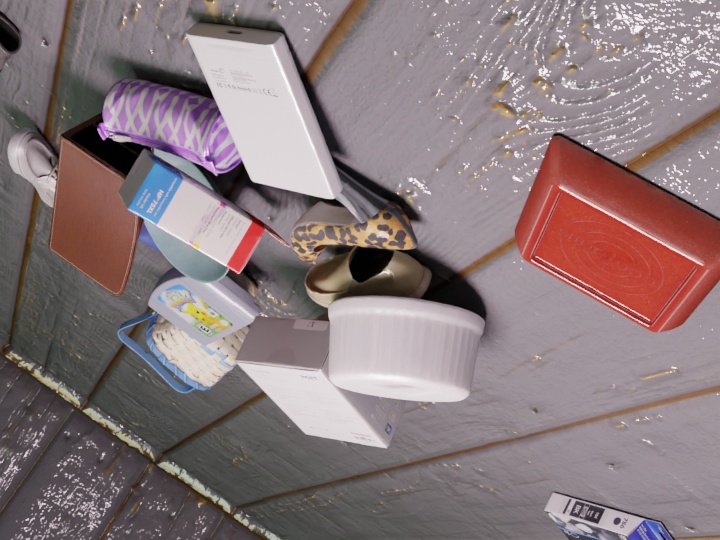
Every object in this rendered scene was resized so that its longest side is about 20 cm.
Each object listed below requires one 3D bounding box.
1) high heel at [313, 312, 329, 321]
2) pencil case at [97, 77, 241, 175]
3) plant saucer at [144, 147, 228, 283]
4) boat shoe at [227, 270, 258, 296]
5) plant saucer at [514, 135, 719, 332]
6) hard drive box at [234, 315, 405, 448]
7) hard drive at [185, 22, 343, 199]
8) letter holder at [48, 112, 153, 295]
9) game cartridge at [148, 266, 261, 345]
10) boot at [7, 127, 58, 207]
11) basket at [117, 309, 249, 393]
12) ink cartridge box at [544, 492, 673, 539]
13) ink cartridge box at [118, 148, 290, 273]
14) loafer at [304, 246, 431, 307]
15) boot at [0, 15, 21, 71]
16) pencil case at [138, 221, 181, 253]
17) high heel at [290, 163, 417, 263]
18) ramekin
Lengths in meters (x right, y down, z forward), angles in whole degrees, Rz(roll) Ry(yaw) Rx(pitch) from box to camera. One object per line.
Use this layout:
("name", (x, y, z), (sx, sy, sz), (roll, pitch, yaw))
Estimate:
("high heel", (0.007, 0.125, 1.583), (0.198, 0.072, 0.143), (-5, 130, 43))
("pencil case", (-0.225, -0.174, 1.318), (0.198, 0.086, 0.085), (16, 141, 33))
("plant saucer", (-0.231, -0.082, 1.510), (0.199, 0.039, 0.204), (27, 134, 32))
("boat shoe", (-0.249, -0.006, 1.699), (0.199, 0.065, 0.072), (40, 155, -15))
("plant saucer", (0.244, -0.020, 1.059), (0.198, 0.037, 0.201), (30, 157, 10))
("hard drive box", (-0.053, 0.154, 1.525), (0.154, 0.078, 0.201), (3, 145, 36))
("hard drive", (-0.102, -0.172, 1.198), (0.131, 0.027, 0.202), (16, 142, 37))
("letter holder", (-0.328, -0.088, 1.491), (0.141, 0.100, 0.202), (33, 132, 15))
("game cartridge", (-0.246, 0.049, 1.682), (0.133, 0.041, 0.199), (41, 148, -15))
("boot", (-0.471, -0.149, 1.728), (0.094, 0.074, 0.200), (20, 163, 15))
("basket", (-0.300, 0.127, 1.904), (0.198, 0.140, 0.177), (-27, 122, 29))
("ink cartridge box", (0.385, 0.400, 1.686), (0.198, 0.039, 0.100), (5, 143, 48))
("ink cartridge box", (-0.192, -0.064, 1.360), (0.199, 0.068, 0.116), (32, -177, -22))
("loafer", (0.000, 0.000, 1.381), (0.198, 0.076, 0.068), (-4, 136, 42))
("boot", (-0.542, -0.341, 1.454), (0.198, 0.071, 0.131), (31, 156, -21))
("pencil case", (-0.327, -0.091, 1.627), (0.198, 0.087, 0.079), (31, 113, 6))
("high heel", (-0.010, -0.031, 1.321), (0.142, 0.072, 0.201), (37, 149, 9))
("ramekin", (0.052, 0.101, 1.368), (0.197, 0.099, 0.201), (7, 166, 2))
